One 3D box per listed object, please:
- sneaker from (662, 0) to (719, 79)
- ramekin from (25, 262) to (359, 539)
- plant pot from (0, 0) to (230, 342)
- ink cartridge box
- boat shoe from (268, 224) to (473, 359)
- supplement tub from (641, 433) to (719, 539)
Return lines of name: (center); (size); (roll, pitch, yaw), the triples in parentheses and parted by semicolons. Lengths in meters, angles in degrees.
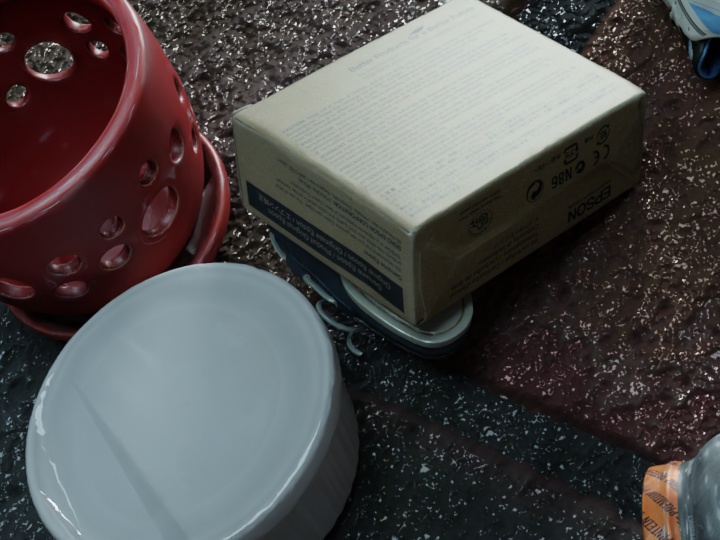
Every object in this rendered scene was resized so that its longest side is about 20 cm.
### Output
sneaker: (0.214, -0.168, 1.200); (0.072, 0.072, 0.200); (-44, 48, 4)
ramekin: (-0.093, 0.104, 1.151); (0.200, 0.094, 0.204); (-12, 55, 17)
plant pot: (-0.190, -0.061, 1.247); (0.198, 0.183, 0.202); (-12, 54, 18)
ink cartridge box: (0.049, -0.073, 1.166); (0.199, 0.076, 0.164); (-31, 46, -29)
boat shoe: (0.000, 0.000, 1.189); (0.075, 0.062, 0.200); (-29, 47, -27)
supplement tub: (0.247, 0.131, 0.956); (0.198, 0.123, 0.124); (-10, 55, 19)
